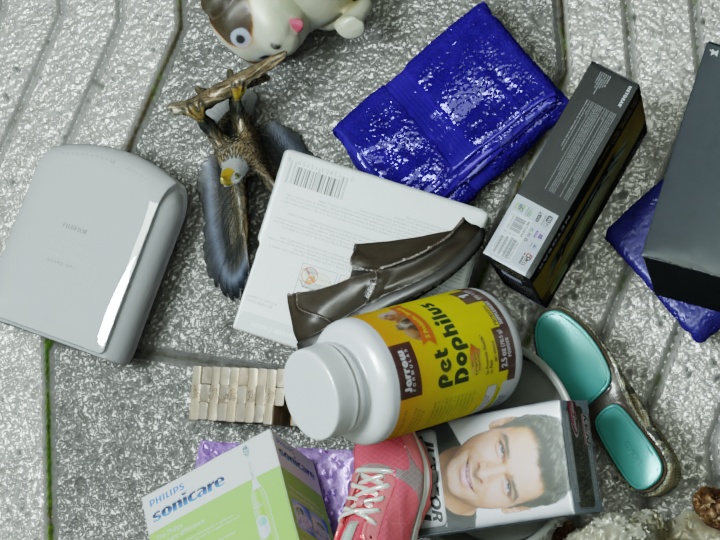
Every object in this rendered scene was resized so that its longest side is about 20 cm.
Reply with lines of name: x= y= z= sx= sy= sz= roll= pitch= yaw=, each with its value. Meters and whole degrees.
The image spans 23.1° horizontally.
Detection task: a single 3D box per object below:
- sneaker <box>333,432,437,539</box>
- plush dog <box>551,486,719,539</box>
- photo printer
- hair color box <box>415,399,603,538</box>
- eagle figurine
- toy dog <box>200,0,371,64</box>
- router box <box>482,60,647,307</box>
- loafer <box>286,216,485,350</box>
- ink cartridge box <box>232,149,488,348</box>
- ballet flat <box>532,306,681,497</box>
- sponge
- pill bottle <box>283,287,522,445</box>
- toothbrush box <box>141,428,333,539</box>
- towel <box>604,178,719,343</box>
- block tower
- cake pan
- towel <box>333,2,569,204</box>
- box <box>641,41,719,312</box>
sneaker: x=0.015 y=0.218 z=1.534 sx=0.073 sy=0.087 sz=0.201 roll=-5 pitch=81 yaw=34
plush dog: x=0.266 y=0.271 z=1.561 sx=0.171 sy=0.161 sz=0.201 roll=-5 pitch=115 yaw=-3
photo printer: x=-0.267 y=-0.023 z=1.739 sx=0.166 sy=0.069 sz=0.201 roll=18 pitch=83 yaw=25
hair color box: x=0.108 y=0.179 z=1.564 sx=0.199 sy=0.061 sz=0.100 roll=-14 pitch=78 yaw=31
eagle figurine: x=-0.106 y=-0.090 z=1.715 sx=0.151 sy=0.151 sz=0.201 roll=-10 pitch=112 yaw=49
toy dog: x=-0.067 y=-0.294 z=1.716 sx=0.193 sy=0.140 sz=0.200 roll=30 pitch=78 yaw=30
router box: x=0.191 y=-0.075 z=1.618 sx=0.052 sy=0.157 sz=0.201 roll=29 pitch=87 yaw=15
loafer: x=0.019 y=0.002 z=1.578 sx=0.199 sy=0.073 sz=0.072 roll=-31 pitch=87 yaw=-4
ink cartridge box: x=0.000 y=0.000 z=1.636 sx=0.199 sy=0.044 sz=0.175 roll=17 pitch=86 yaw=0
ballet flat: x=0.227 y=0.122 z=1.616 sx=0.068 sy=0.075 sz=0.200 roll=-40 pitch=68 yaw=19
sponge: x=-0.067 y=0.222 z=1.665 sx=0.199 sy=0.030 sz=0.112 roll=1 pitch=78 yaw=23
pill bottle: x=0.035 y=0.085 z=1.513 sx=0.199 sy=0.109 sz=0.110 roll=-14 pitch=72 yaw=-36
toothbrush box: x=-0.100 y=0.268 z=1.576 sx=0.145 sy=0.086 sz=0.201 roll=-30 pitch=53 yaw=14
towel: x=0.346 y=-0.043 z=1.640 sx=0.200 sy=0.050 sz=0.148 roll=-39 pitch=68 yaw=3
block tower: x=-0.061 y=0.121 z=1.668 sx=0.199 sy=0.058 sz=0.054 roll=2 pitch=83 yaw=22
cake pan: x=0.119 y=0.162 z=1.618 sx=0.199 sy=0.037 sz=0.202 roll=-4 pitch=83 yaw=33
towel: x=0.086 y=-0.146 z=1.701 sx=0.200 sy=0.050 sz=0.148 roll=-40 pitch=75 yaw=2
box: x=0.316 y=-0.079 z=1.556 sx=0.078 sy=0.141 sz=0.201 roll=15 pitch=80 yaw=20
